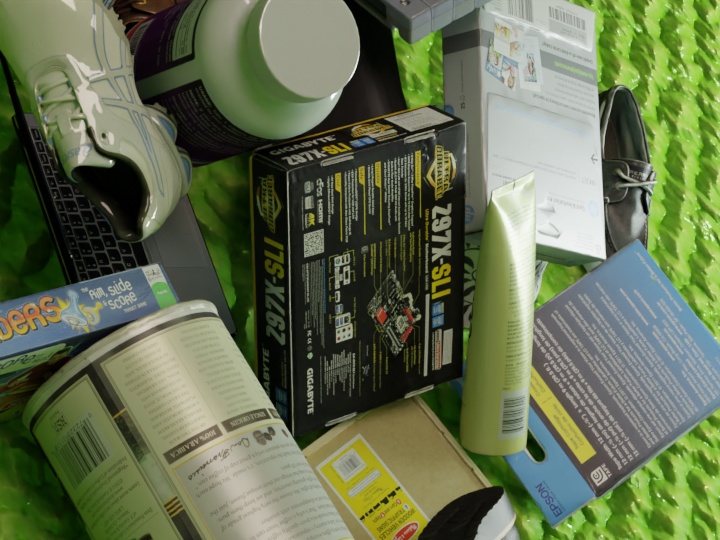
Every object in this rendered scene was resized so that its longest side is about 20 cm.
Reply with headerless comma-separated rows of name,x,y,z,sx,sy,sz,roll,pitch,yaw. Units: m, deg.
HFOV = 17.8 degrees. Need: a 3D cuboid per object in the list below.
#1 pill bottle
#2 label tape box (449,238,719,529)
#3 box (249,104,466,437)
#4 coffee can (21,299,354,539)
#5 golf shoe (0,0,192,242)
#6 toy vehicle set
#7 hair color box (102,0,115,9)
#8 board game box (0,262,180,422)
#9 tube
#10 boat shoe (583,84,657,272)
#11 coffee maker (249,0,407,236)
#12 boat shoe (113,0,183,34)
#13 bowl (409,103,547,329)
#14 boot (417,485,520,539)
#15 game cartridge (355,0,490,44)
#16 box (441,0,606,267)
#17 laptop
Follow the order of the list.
pill bottle,-0.083,-0.137,1.555,0.112,0.199,0.114,4,82,-32
label tape box,0.176,0.091,1.766,0.199,0.066,0.144,-34,81,-18
box,0.000,0.000,1.606,0.159,0.202,0.049,-19,29,-36
coffee can,-0.103,0.141,1.449,0.146,0.146,0.201,-18,70,-45
golf shoe,-0.179,-0.107,1.483,0.201,0.078,0.098,53,24,-22
toy vehicle set,0.008,0.168,1.611,0.125,0.027,0.200,51,42,6
hair color box,-0.205,-0.212,1.608,0.060,0.100,0.200,31,7,-16
board game box,-0.224,0.059,1.425,0.199,0.135,0.035,-15,72,-45
tube,0.102,0.032,1.658,0.051,0.202,0.058,-1,18,-14
boat shoe,0.213,-0.073,1.934,0.072,0.071,0.201,14,51,-31
coffee maker,-0.010,-0.134,1.712,0.134,0.191,0.201,21,46,-48
boat shoe,-0.158,-0.182,1.701,0.067,0.072,0.201,17,41,-60
bowl,0.088,-0.062,1.808,0.199,0.094,0.202,22,47,-26
boot,0.073,0.252,1.546,0.200,0.077,0.139,-38,108,-46
game cartridge,0.024,-0.253,1.698,0.129,0.039,0.200,-33,53,-21
box,0.124,-0.113,1.738,0.155,0.041,0.202,11,72,-48
laptop,-0.167,-0.059,1.579,0.199,0.116,0.189,-1,59,-39
